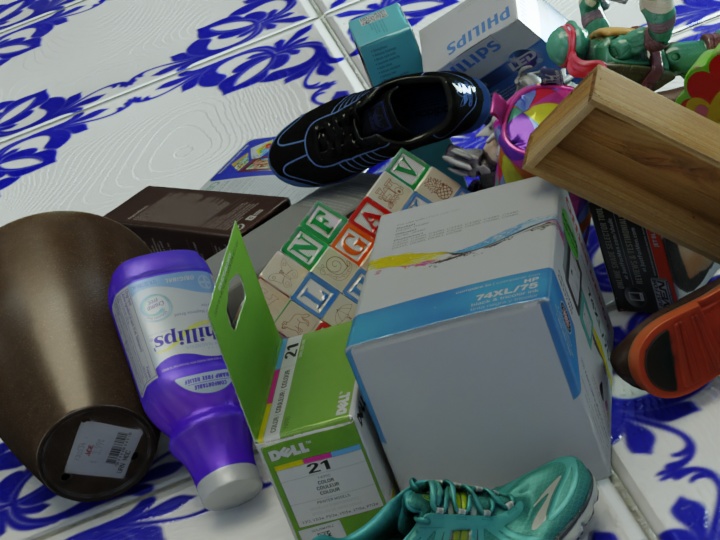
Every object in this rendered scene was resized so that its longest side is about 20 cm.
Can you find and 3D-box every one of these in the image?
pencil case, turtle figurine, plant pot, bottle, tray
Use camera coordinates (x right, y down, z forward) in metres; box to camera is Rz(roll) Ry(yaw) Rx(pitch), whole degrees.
[{"bbox_3d":[0.138,-0.061,1.583,0.088,0.200,0.089,-1,54,1],"label":"pencil case"},{"bbox_3d":[0.209,-0.177,1.566,0.199,0.101,0.150,7,10,-26],"label":"turtle figurine"},{"bbox_3d":[-0.225,0.084,1.632,0.186,0.187,0.200,-23,38,-5],"label":"plant pot"},{"bbox_3d":[-0.126,0.081,1.543,0.083,0.065,0.201,-9,60,-22],"label":"bottle"},{"bbox_3d":[0.225,-0.067,1.455,0.099,0.199,0.037,-46,23,52],"label":"tray"}]

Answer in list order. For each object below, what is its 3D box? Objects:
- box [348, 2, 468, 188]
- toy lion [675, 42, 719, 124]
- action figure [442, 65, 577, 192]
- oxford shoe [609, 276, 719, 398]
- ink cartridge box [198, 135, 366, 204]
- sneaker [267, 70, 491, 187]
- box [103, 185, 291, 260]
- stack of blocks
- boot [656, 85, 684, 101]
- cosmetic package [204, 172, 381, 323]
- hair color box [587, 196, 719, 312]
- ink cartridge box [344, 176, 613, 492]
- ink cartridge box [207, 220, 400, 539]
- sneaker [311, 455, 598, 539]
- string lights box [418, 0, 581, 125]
[{"bbox_3d":[0.048,-0.123,1.785,0.049,0.201,0.082,-21,23,1],"label":"box"},{"bbox_3d":[0.331,-0.089,1.494,0.199,0.192,0.069,-1,32,37],"label":"toy lion"},{"bbox_3d":[0.119,-0.094,1.671,0.130,0.200,0.069,-27,60,-26],"label":"action figure"},{"bbox_3d":[0.266,0.026,1.461,0.199,0.072,0.073,-21,9,-16],"label":"oxford shoe"},{"bbox_3d":[-0.065,-0.077,1.979,0.199,0.047,0.198,-3,28,31],"label":"ink cartridge box"},{"bbox_3d":[0.005,-0.119,1.678,0.199,0.070,0.078,-19,-8,21],"label":"sneaker"},{"bbox_3d":[-0.134,-0.012,1.825,0.199,0.101,0.075,7,35,45],"label":"box"},{"bbox_3d":[0.000,0.000,1.608,0.200,0.115,0.059,-54,-5,-30],"label":"stack of blocks"},{"bbox_3d":[0.264,-0.153,1.702,0.199,0.187,0.064,-15,29,7],"label":"boot"},{"bbox_3d":[-0.044,0.010,1.697,0.200,0.107,0.090,-37,27,-29],"label":"cosmetic package"},{"bbox_3d":[0.257,-0.060,1.608,0.061,0.102,0.200,3,34,38],"label":"hair color box"},{"bbox_3d":[0.090,0.049,1.454,0.145,0.147,0.200,-15,25,15],"label":"ink cartridge box"},{"bbox_3d":[-0.031,0.074,1.432,0.075,0.201,0.148,-15,25,13],"label":"ink cartridge box"},{"bbox_3d":[0.060,0.167,1.313,0.199,0.080,0.078,-24,24,-9],"label":"sneaker"},{"bbox_3d":[0.152,-0.158,1.749,0.103,0.200,0.059,-30,45,30],"label":"string lights box"}]
